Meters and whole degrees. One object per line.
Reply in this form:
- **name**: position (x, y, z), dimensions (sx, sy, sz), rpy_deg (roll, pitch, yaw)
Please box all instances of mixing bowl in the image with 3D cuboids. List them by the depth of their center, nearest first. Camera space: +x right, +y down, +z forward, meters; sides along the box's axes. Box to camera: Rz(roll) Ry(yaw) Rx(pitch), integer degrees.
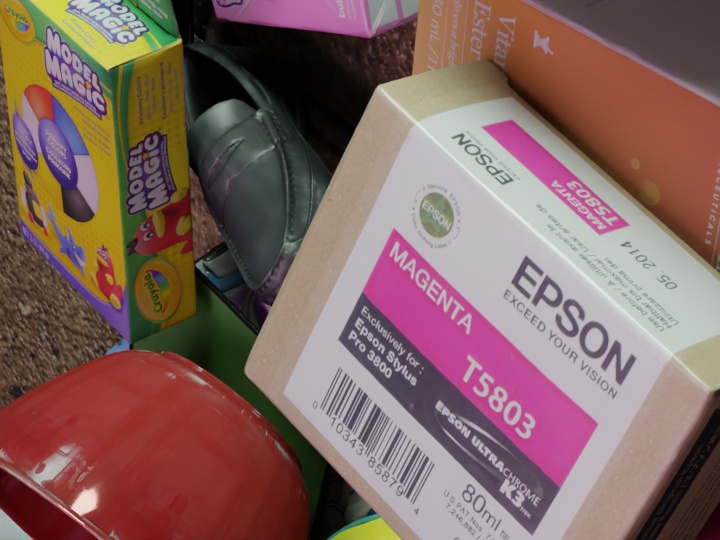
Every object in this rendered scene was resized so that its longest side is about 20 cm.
- **mixing bowl**: position (-0.099, 0.113, 1.314), dimensions (0.200, 0.108, 0.200), rpy_deg (37, 164, 12)

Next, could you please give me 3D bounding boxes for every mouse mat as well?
- **mouse mat**: position (-0.073, 0.084, 1.391), dimensions (0.161, 0.008, 0.200), rpy_deg (44, 146, 24)

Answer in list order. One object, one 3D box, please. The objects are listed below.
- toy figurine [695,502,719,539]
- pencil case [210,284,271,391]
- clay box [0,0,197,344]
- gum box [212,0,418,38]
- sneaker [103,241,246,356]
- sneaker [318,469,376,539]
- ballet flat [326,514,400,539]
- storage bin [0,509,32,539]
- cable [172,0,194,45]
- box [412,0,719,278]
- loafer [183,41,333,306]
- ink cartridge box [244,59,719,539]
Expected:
- **toy figurine**: position (0.201, 0.175, 1.152), dimensions (0.184, 0.150, 0.201), rpy_deg (26, 142, 26)
- **pencil case**: position (0.000, 0.000, 1.320), dimensions (0.200, 0.084, 0.086), rpy_deg (-41, 41, 51)
- **clay box**: position (-0.133, -0.075, 1.290), dimensions (0.115, 0.047, 0.201), rpy_deg (41, 146, 39)
- **gum box**: position (-0.029, -0.219, 1.231), dimensions (0.113, 0.066, 0.201), rpy_deg (12, 120, 45)
- **sneaker**: position (-0.100, 0.063, 1.480), dimensions (0.087, 0.075, 0.200), rpy_deg (53, 142, 5)
- **sneaker**: position (-0.003, 0.103, 1.383), dimensions (0.088, 0.075, 0.200), rpy_deg (53, 141, 15)
- **ballet flat**: position (0.054, 0.148, 1.289), dimensions (0.199, 0.067, 0.067), rpy_deg (-21, 135, 29)
- **storage bin**: position (-0.159, 0.183, 1.561), dimensions (0.134, 0.146, 0.200), rpy_deg (29, 158, 23)
- **cable**: position (-0.109, -0.164, 1.338), dimensions (0.200, 0.050, 0.098), rpy_deg (99, 174, -67)
- **box**: position (0.125, -0.053, 1.113), dimensions (0.200, 0.106, 0.153), rpy_deg (32, 133, 35)
- **loafer**: position (-0.057, -0.050, 1.285), dimensions (0.068, 0.070, 0.201), rpy_deg (-54, 28, 24)
- **ink cartridge box**: position (0.062, 0.039, 1.066), dimensions (0.200, 0.075, 0.165), rpy_deg (44, 127, 27)
